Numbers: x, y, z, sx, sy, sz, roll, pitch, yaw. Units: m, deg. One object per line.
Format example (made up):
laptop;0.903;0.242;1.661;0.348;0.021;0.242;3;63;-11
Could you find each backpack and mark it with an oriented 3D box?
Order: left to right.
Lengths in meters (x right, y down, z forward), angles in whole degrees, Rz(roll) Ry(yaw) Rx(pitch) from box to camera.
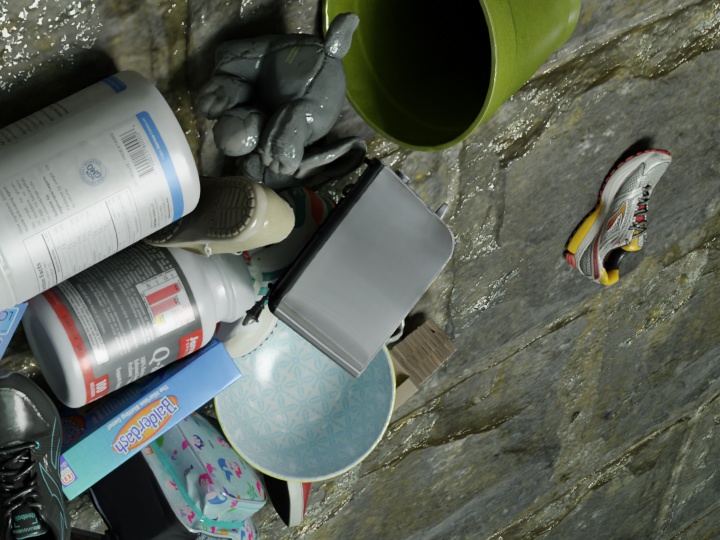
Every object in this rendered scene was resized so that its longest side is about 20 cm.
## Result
backpack;-0.190;0.240;1.469;0.150;0.178;0.200;-38;151;2

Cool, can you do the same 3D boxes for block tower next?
block tower;0.059;0.110;1.619;0.054;0.058;0.200;-44;177;20

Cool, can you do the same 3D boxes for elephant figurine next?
elephant figurine;-0.067;-0.128;1.262;0.200;0.153;0.144;61;35;-67

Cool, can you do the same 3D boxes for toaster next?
toaster;0.000;0.000;1.295;0.201;0.118;0.181;-52;178;2

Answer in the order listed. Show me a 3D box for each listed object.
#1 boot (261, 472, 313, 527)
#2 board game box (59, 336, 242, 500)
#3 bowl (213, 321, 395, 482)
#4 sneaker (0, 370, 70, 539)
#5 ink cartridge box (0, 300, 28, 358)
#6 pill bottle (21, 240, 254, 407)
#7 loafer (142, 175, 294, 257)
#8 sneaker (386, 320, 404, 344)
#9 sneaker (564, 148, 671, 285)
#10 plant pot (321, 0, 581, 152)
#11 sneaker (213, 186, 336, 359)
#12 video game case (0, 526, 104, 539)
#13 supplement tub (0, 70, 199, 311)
boot;-0.049;0.224;1.699;0.143;0.072;0.202;-25;139;-28
board game box;-0.223;0.132;1.345;0.199;0.152;0.045;-35;105;-12
bowl;-0.066;0.121;1.510;0.200;0.201;0.108;-42;-170;-2
sneaker;-0.291;0.184;1.201;0.074;0.079;0.203;-14;113;-9
ink cartridge box;-0.391;0.082;1.172;0.135;0.076;0.201;4;126;-48
pill bottle;-0.206;0.036;1.279;0.198;0.116;0.117;-25;143;-25
loafer;-0.130;-0.046;1.202;0.068;0.199;0.077;22;84;-39
sneaker;0.006;0.070;1.556;0.075;0.092;0.202;-35;148;-28
sneaker;0.351;-0.070;1.786;0.077;0.082;0.202;-2;128;-45
plant pot;0.101;-0.235;1.259;0.192;0.200;0.202;-28;146;-41
sneaker;-0.107;-0.004;1.391;0.201;0.070;0.093;-53;139;9
video game case;-0.296;0.293;1.352;0.180;0.199;0.036;21;90;-32
supplement tub;-0.243;-0.066;1.114;0.198;0.132;0.133;-29;144;-19
